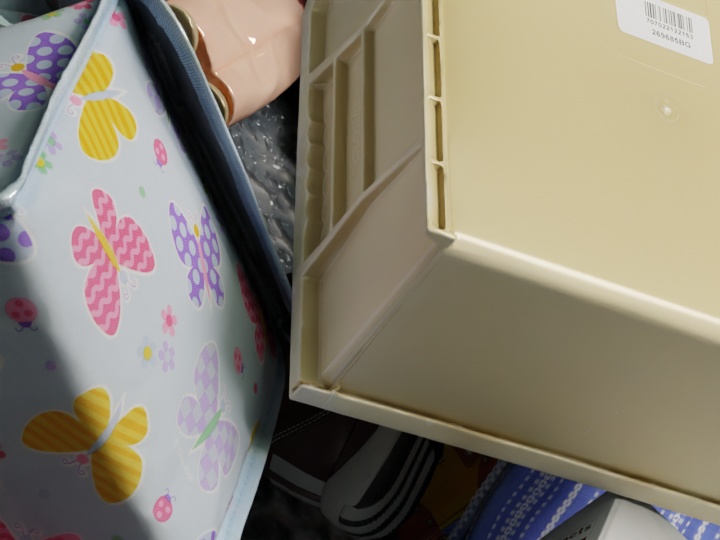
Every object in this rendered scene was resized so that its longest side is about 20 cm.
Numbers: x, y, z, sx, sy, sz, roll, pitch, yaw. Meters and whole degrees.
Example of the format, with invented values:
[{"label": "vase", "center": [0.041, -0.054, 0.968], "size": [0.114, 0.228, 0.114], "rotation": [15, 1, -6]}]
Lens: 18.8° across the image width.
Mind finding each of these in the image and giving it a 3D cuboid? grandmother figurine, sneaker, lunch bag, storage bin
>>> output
[{"label": "grandmother figurine", "center": [-0.042, -0.115, 1.009], "size": [0.200, 0.061, 0.121], "rotation": [-33, 111, -59]}, {"label": "sneaker", "center": [0.000, 0.000, 0.867], "size": [0.115, 0.076, 0.200], "rotation": [20, 63, 19]}, {"label": "lunch bag", "center": [-0.096, -0.007, 0.732], "size": [0.200, 0.127, 0.170], "rotation": [-73, 147, -54]}, {"label": "storage bin", "center": [0.085, -0.032, 0.779], "size": [0.200, 0.094, 0.199], "rotation": [18, 48, -20]}]

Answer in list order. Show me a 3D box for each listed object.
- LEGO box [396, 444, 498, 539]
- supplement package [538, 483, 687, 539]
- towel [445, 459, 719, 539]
[{"label": "LEGO box", "center": [0.071, 0.032, 0.974], "size": [0.149, 0.077, 0.200], "rotation": [16, 47, -40]}, {"label": "supplement package", "center": [0.080, 0.222, 0.738], "size": [0.191, 0.147, 0.200], "rotation": [46, 34, -6]}, {"label": "towel", "center": [0.127, 0.104, 0.902], "size": [0.200, 0.145, 0.024], "rotation": [27, 9, -43]}]
